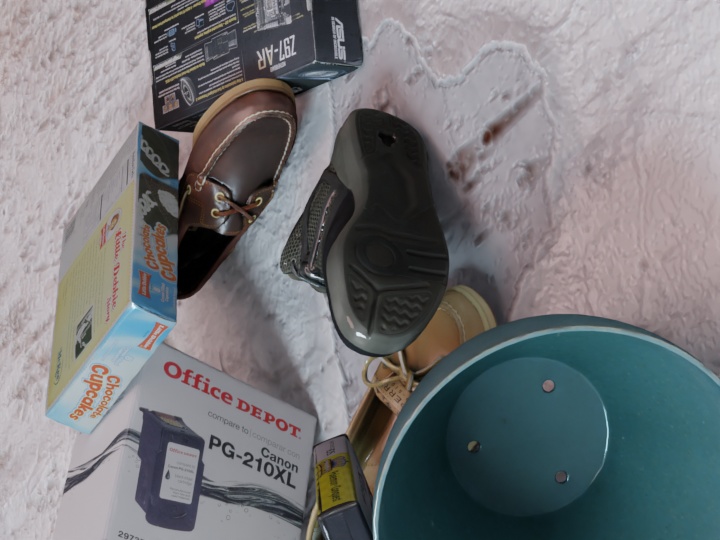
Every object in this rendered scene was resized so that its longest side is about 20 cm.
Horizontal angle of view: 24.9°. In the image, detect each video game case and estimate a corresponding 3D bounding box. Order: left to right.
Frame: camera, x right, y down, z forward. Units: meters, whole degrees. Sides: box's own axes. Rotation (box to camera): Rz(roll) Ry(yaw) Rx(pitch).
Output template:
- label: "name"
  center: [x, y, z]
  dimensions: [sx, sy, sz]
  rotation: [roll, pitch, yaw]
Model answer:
- label: "video game case"
  center: [0.021, 0.204, 0.927]
  dimensions: [0.181, 0.025, 0.201]
  rotation: [-116, 5, -84]

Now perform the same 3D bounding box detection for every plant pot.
- label: "plant pot"
  center: [0.100, 0.109, 0.863]
  dimensions: [0.135, 0.199, 0.201]
  rotation: [-110, 30, -77]

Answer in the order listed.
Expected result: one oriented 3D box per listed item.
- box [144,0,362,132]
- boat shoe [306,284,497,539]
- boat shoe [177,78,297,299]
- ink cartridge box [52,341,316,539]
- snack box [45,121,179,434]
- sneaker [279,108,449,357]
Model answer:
- label: "box"
  center: [-0.084, -0.199, 1.171]
  dimensions: [0.199, 0.043, 0.161]
  rotation: [-16, 78, 49]
- label: "boat shoe"
  center: [0.027, 0.101, 1.021]
  dimensions: [0.073, 0.062, 0.201]
  rotation: [41, 119, 43]
- label: "boat shoe"
  center: [-0.096, -0.053, 1.162]
  dimensions: [0.200, 0.070, 0.071]
  rotation: [-53, 39, 47]
- label: "ink cartridge box"
  center: [-0.118, 0.166, 1.075]
  dimensions: [0.084, 0.144, 0.201]
  rotation: [-35, 36, 42]
- label: "snack box"
  center: [-0.168, 0.001, 1.115]
  dimensions: [0.116, 0.037, 0.201]
  rotation: [-50, 28, 30]
- label: "sneaker"
  center: [0.000, 0.000, 1.016]
  dimensions: [0.200, 0.076, 0.115]
  rotation: [-96, 25, -48]
